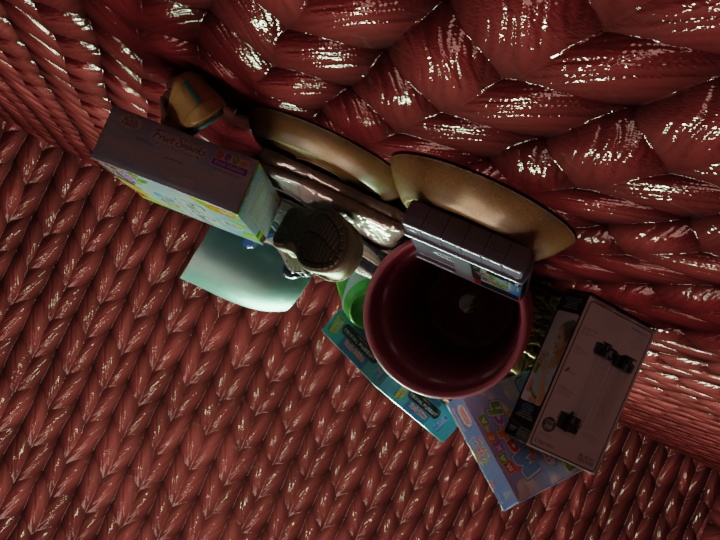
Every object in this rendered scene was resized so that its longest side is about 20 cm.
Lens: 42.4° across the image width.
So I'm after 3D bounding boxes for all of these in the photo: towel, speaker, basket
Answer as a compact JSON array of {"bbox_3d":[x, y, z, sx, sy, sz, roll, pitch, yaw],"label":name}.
[{"bbox_3d":[-0.036,-0.079,1.112,0.190,0.032,0.200,25,176,-1],"label":"towel"},{"bbox_3d":[0.000,0.000,1.346,0.088,0.089,0.200,27,-158,-26],"label":"speaker"},{"bbox_3d":[0.237,0.107,1.330,0.142,0.150,0.200,22,173,31],"label":"basket"}]

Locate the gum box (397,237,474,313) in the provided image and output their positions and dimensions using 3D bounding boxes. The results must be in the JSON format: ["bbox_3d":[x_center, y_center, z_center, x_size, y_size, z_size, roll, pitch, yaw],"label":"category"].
[{"bbox_3d":[0.107,0.035,1.425,0.199,0.114,0.066,25,175,1],"label":"gum box"}]

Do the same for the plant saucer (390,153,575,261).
[{"bbox_3d":[0.113,-0.054,0.918,0.199,0.036,0.200,25,176,2],"label":"plant saucer"}]

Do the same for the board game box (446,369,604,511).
[{"bbox_3d":[0.222,0.214,1.230,0.199,0.037,0.152,-11,-114,-43],"label":"board game box"}]

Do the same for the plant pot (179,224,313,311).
[{"bbox_3d":[-0.143,-0.035,1.354,0.160,0.201,0.201,31,174,-10],"label":"plant pot"}]

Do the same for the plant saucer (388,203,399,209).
[{"bbox_3d":[-0.035,-0.100,1.229,0.199,0.028,0.200,25,176,2],"label":"plant saucer"}]

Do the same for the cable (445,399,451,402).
[{"bbox_3d":[0.097,0.131,1.331,0.163,0.051,0.200,41,177,1],"label":"cable"}]

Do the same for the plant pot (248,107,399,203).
[{"bbox_3d":[-0.039,-0.120,1.029,0.199,0.028,0.200,25,175,2],"label":"plant pot"}]

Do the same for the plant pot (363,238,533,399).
[{"bbox_3d":[0.124,0.049,1.164,0.199,0.201,0.179,24,-169,16],"label":"plant pot"}]

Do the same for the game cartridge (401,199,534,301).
[{"bbox_3d":[0.113,-0.014,0.948,0.129,0.039,0.200,28,176,12],"label":"game cartridge"}]

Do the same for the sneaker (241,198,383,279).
[{"bbox_3d":[-0.061,-0.022,1.185,0.199,0.086,0.077,26,177,0],"label":"sneaker"}]

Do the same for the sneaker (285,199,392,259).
[{"bbox_3d":[-0.049,-0.040,1.259,0.199,0.087,0.078,25,175,-5],"label":"sneaker"}]

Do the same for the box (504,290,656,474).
[{"bbox_3d":[0.278,0.140,1.175,0.116,0.201,0.060,25,177,-20],"label":"box"}]

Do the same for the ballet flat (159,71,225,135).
[{"bbox_3d":[-0.190,-0.183,1.023,0.063,0.069,0.200,55,165,-13],"label":"ballet flat"}]

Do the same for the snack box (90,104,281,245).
[{"bbox_3d":[-0.185,-0.100,1.037,0.168,0.068,0.200,21,175,4],"label":"snack box"}]

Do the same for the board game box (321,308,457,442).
[{"bbox_3d":[0.048,0.153,1.348,0.151,0.047,0.200,42,178,44],"label":"board game box"}]

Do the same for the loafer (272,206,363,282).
[{"bbox_3d":[-0.037,-0.031,1.061,0.068,0.076,0.200,26,-178,-25],"label":"loafer"}]
